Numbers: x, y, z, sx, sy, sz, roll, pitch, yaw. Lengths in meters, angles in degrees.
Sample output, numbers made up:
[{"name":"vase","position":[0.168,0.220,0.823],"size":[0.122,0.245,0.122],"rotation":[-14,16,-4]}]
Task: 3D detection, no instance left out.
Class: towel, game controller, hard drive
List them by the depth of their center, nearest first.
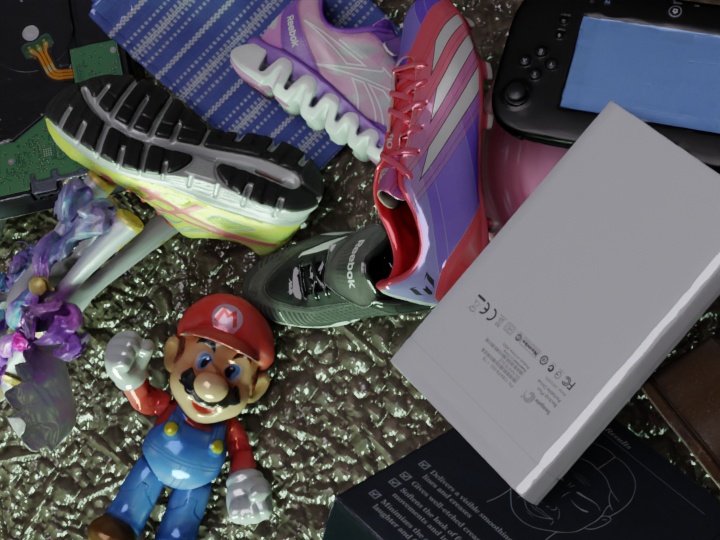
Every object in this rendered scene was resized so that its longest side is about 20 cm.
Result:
[{"name":"hard drive","position":[0.121,0.014,0.828],"size":[0.200,0.027,0.132],"rotation":[-50,47,4]},{"name":"game controller","position":[0.181,-0.115,0.891],"size":[0.198,0.042,0.105],"rotation":[12,84,19]},{"name":"towel","position":[-0.073,-0.166,1.024],"size":[0.200,0.024,0.145],"rotation":[42,101,-14]},{"name":"hard drive","position":[-0.239,-0.144,1.107],"size":[0.139,0.038,0.201],"rotation":[-13,69,-1]}]

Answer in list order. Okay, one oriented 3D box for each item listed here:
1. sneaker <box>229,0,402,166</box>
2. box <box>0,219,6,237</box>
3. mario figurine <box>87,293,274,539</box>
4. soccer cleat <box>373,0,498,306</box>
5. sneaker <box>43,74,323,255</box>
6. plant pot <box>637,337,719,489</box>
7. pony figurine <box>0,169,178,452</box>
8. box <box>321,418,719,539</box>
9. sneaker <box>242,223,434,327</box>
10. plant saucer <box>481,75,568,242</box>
[{"name":"sneaker","position":[0.014,-0.117,0.983],"size":[0.199,0.080,0.089],"rotation":[34,88,2]},{"name":"box","position":[-0.356,-0.101,1.140],"size":[0.198,0.036,0.145],"rotation":[10,70,10]},{"name":"mario figurine","position":[-0.119,0.112,1.010],"size":[0.106,0.123,0.201],"rotation":[27,100,45]},{"name":"soccer cleat","position":[0.039,-0.077,0.908],"size":[0.067,0.076,0.202],"rotation":[153,114,-63]},{"name":"sneaker","position":[-0.129,-0.063,1.023],"size":[0.199,0.091,0.078],"rotation":[25,53,0]},{"name":"plant pot","position":[0.288,0.077,0.802],"size":[0.198,0.200,0.201],"rotation":[-39,70,7]},{"name":"pony figurine","position":[-0.225,0.027,1.032],"size":[0.166,0.193,0.200],"rotation":[42,98,5]},{"name":"box","position":[0.092,0.170,0.846],"size":[0.148,0.199,0.108],"rotation":[39,133,29]},{"name":"sneaker","position":[0.000,0.000,0.986],"size":[0.198,0.090,0.067],"rotation":[-4,81,23]},{"name":"plant saucer","position":[0.170,-0.069,0.934],"size":[0.199,0.051,0.202],"rotation":[-4,78,18]}]
